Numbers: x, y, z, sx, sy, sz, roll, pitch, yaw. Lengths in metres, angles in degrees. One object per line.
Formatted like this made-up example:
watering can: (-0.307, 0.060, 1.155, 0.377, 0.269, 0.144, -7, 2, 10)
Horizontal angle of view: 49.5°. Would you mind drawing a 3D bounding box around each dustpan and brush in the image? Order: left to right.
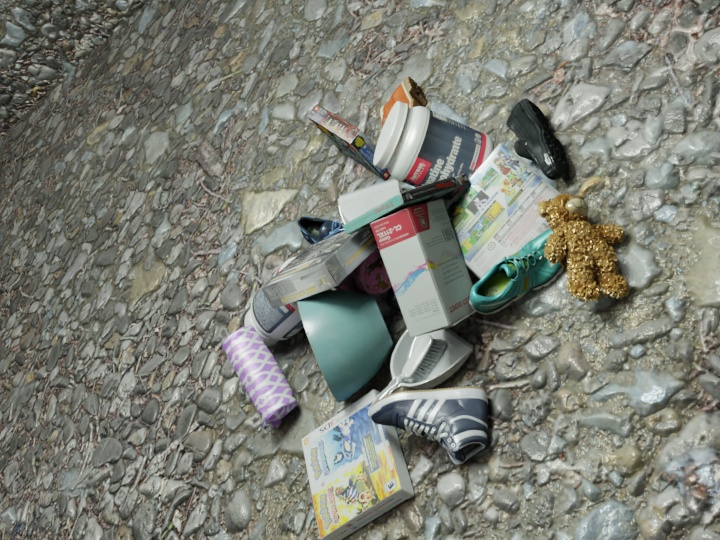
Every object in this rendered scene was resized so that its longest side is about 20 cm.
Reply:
dustpan and brush: (0.036, -0.080, 1.580, 0.137, 0.058, 0.203, -16, 50, 5)
dustpan and brush: (0.086, 0.176, 1.348, 0.202, 0.057, 0.139, -55, 41, -2)

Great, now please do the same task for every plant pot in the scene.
plant pot: (-0.017, 0.118, 1.417, 0.132, 0.202, 0.202, -22, 46, 1)

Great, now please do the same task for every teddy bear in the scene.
teddy bear: (0.349, -0.040, 1.216, 0.141, 0.067, 0.204, 4, 59, 1)

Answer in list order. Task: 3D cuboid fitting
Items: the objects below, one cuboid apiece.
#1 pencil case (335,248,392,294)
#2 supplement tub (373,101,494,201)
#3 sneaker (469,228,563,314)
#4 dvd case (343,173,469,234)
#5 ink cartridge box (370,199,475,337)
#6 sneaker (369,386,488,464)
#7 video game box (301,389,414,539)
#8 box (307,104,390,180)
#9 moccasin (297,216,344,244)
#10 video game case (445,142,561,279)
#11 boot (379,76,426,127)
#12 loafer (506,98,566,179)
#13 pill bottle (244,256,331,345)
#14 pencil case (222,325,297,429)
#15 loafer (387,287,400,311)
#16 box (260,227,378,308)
pencil case: (0.000, 0.000, 1.498, 0.081, 0.088, 0.199, -18, 9, -20)
supplement tub: (0.136, -0.217, 1.449, 0.140, 0.196, 0.143, -160, 90, -80)
sneaker: (0.263, 0.002, 1.281, 0.199, 0.080, 0.078, -39, 66, 4)
dvd case: (0.081, -0.116, 1.345, 0.145, 0.198, 0.022, -26, 88, 43)
ink cartridge box: (0.112, -0.005, 1.315, 0.082, 0.145, 0.204, -20, 89, 30)
sneaker: (0.110, 0.253, 1.248, 0.195, 0.070, 0.111, -9, 57, 11)
video game box: (-0.011, 0.338, 1.356, 0.181, 0.047, 0.202, -39, 43, 21)
box: (-0.022, -0.281, 1.709, 0.040, 0.137, 0.200, -49, 41, -1)
moccasin: (-0.068, -0.068, 1.660, 0.198, 0.068, 0.082, 13, 72, 45)
video game case: (0.244, -0.089, 1.359, 0.182, 0.022, 0.201, 44, 97, 20)
boot: (0.096, -0.323, 1.683, 0.107, 0.075, 0.202, -37, 36, 23)
loafer: (0.315, -0.227, 1.408, 0.070, 0.067, 0.203, -46, 37, 30)
pill bottle: (-0.155, 0.070, 1.585, 0.200, 0.118, 0.122, -41, 38, 44)
pencil case: (-0.199, 0.208, 1.544, 0.202, 0.083, 0.086, 59, 152, 19)
loafer: (0.096, -0.024, 1.471, 0.070, 0.067, 0.205, -24, 52, 59)
box: (-0.068, -0.012, 1.411, 0.198, 0.049, 0.158, -21, 18, 46)
